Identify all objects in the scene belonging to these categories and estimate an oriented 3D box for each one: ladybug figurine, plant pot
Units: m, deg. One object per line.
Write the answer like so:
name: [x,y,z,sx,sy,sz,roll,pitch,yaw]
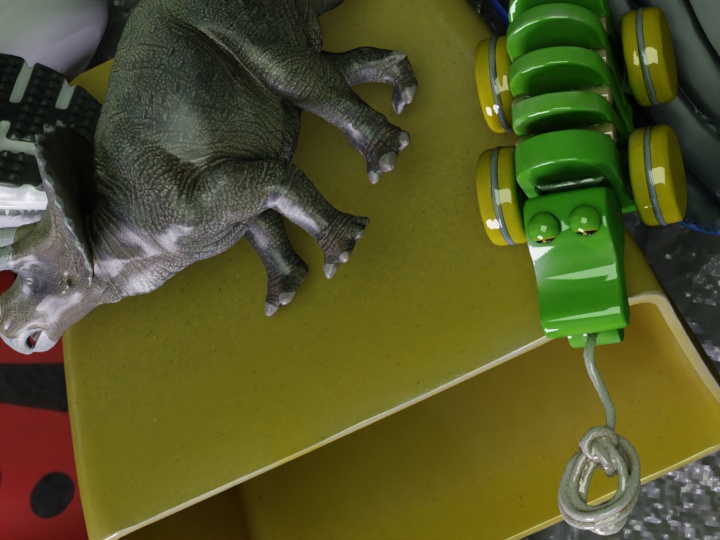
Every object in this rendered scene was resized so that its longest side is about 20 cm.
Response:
ladybug figurine: [-0.145,0.050,0.917,0.072,0.200,0.136,-21,73,48]
plant pot: [0.000,0.000,0.898,0.200,0.200,0.177,-25,68,9]

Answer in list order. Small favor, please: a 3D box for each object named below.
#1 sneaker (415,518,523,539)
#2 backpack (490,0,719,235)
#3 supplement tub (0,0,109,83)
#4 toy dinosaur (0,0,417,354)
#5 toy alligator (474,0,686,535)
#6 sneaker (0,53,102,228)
sneaker: [0.009,0.190,0.972,0.078,0.079,0.200,22,71,39]
backpack: [0.129,-0.119,0.883,0.162,0.168,0.200,-38,84,13]
supplement tub: [-0.206,-0.123,0.945,0.200,0.140,0.140,45,98,3]
toy dinosaur: [-0.039,-0.053,0.777,0.102,0.077,0.200,33,78,-12]
toy alligator: [0.064,-0.024,0.750,0.059,0.054,0.200,-8,63,16]
sneaker: [-0.169,-0.028,0.854,0.200,0.074,0.080,6,125,14]
